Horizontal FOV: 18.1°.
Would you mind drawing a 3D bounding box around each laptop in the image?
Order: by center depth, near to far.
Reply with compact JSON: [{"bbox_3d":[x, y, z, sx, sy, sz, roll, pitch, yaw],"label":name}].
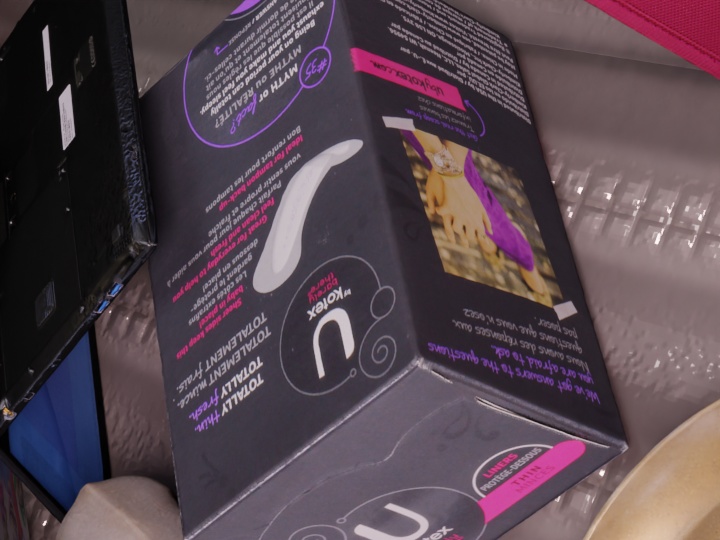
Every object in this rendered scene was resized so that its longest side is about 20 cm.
[{"bbox_3d":[-0.102,-0.008,0.919,0.200,0.103,0.178,-47,41,37],"label":"laptop"}]

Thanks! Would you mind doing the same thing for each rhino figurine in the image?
[{"bbox_3d":[-0.049,0.135,0.806,0.060,0.088,0.200,-33,33,-21],"label":"rhino figurine"}]

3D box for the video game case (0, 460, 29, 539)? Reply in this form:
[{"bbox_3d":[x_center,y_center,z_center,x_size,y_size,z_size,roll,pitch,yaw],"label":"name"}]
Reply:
[{"bbox_3d":[-0.159,0.048,0.923,0.143,0.018,0.201,122,139,-84],"label":"video game case"}]

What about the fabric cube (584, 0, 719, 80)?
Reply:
[{"bbox_3d":[0.090,-0.218,0.758,0.200,0.199,0.196,-52,40,19],"label":"fabric cube"}]

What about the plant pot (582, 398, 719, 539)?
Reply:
[{"bbox_3d":[0.131,0.127,0.660,0.200,0.027,0.201,-26,53,40],"label":"plant pot"}]

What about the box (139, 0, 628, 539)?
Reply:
[{"bbox_3d":[0.000,0.000,0.817,0.122,0.106,0.201,-39,44,31],"label":"box"}]
